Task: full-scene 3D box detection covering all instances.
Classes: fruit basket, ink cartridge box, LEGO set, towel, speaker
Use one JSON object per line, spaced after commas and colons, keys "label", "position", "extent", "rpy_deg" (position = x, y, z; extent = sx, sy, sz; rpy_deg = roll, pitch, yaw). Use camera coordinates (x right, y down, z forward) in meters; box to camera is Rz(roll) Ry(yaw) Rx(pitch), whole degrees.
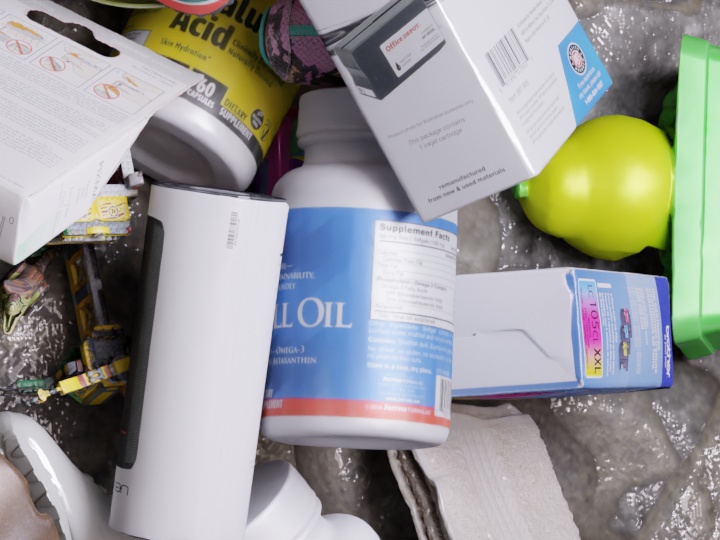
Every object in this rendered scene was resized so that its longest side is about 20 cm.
{"label": "fruit basket", "position": [0.202, -0.048, 1.950], "extent": [0.214, 0.155, 0.217], "rpy_deg": [-2, 82, 11]}
{"label": "ink cartridge box", "position": [0.043, -0.152, 1.667], "extent": [0.201, 0.084, 0.145], "rpy_deg": [61, 32, -11]}
{"label": "LEGO set", "position": [-0.199, 0.002, 1.669], "extent": [0.199, 0.116, 0.155], "rpy_deg": [7, 66, -27]}
{"label": "towel", "position": [0.091, 0.170, 1.836], "extent": [0.132, 0.034, 0.201], "rpy_deg": [6, 55, -47]}
{"label": "ink cartridge box", "position": [-0.203, -0.091, 1.648], "extent": [0.160, 0.050, 0.200], "rpy_deg": [27, 30, 14]}
{"label": "speaker", "position": [-0.091, 0.054, 1.677], "extent": [0.081, 0.081, 0.202], "rpy_deg": [5, 94, -31]}
{"label": "ink cartridge box", "position": [0.110, 0.041, 1.835], "extent": [0.200, 0.136, 0.077], "rpy_deg": [1, 85, -65]}

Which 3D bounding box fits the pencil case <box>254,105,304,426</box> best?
{"label": "pencil case", "position": [-0.027, -0.003, 1.812], "extent": [0.088, 0.088, 0.202], "rpy_deg": [5, 80, -31]}

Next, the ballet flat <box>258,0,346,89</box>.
{"label": "ballet flat", "position": [0.011, -0.131, 1.757], "extent": [0.200, 0.071, 0.070], "rpy_deg": [3, 92, -66]}

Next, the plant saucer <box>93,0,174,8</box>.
{"label": "plant saucer", "position": [-0.107, -0.233, 1.749], "extent": [0.201, 0.199, 0.031], "rpy_deg": [-63, 155, -20]}

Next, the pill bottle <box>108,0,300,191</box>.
{"label": "pill bottle", "position": [-0.076, -0.154, 1.781], "extent": [0.111, 0.111, 0.201], "rpy_deg": [35, 68, -24]}

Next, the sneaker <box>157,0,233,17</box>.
{"label": "sneaker", "position": [-0.157, -0.210, 1.678], "extent": [0.071, 0.199, 0.094], "rpy_deg": [-62, 155, -19]}

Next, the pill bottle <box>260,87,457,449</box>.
{"label": "pill bottle", "position": [0.000, 0.000, 1.718], "extent": [0.112, 0.112, 0.202], "rpy_deg": [7, 81, -31]}

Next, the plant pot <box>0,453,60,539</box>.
{"label": "plant pot", "position": [-0.274, 0.185, 1.586], "extent": [0.201, 0.200, 0.198], "rpy_deg": [52, 55, -17]}

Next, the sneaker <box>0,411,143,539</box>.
{"label": "sneaker", "position": [-0.160, 0.163, 1.730], "extent": [0.080, 0.076, 0.201], "rpy_deg": [-40, 111, -40]}

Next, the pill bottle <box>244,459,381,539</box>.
{"label": "pill bottle", "position": [-0.019, 0.217, 1.775], "extent": [0.120, 0.119, 0.200], "rpy_deg": [-45, 108, -27]}
